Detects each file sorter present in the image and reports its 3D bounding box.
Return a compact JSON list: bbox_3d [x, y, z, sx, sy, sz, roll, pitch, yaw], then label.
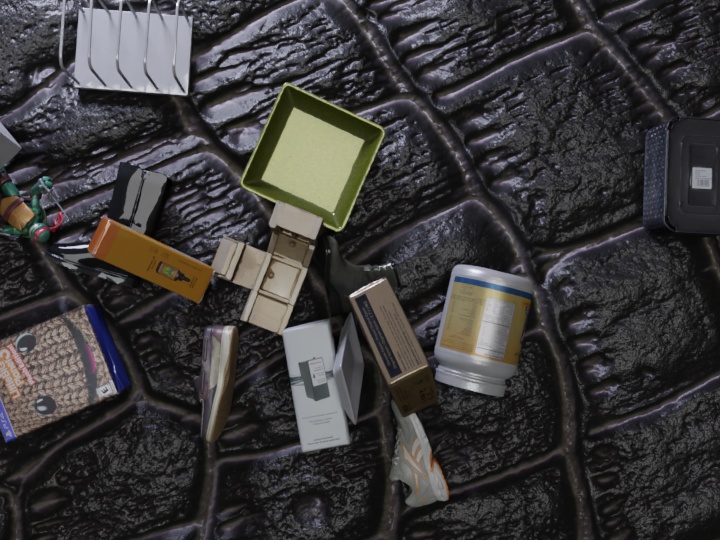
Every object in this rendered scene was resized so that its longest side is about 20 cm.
[{"bbox_3d":[-0.396,-0.386,1.335,0.198,0.125,0.140,4,88,-3],"label":"file sorter"}]

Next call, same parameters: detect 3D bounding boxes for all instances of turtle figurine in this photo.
[{"bbox_3d":[-0.585,-0.102,1.329,0.199,0.101,0.150,37,72,13],"label":"turtle figurine"}]

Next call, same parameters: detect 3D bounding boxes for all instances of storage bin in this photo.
[{"bbox_3d":[0.589,-0.163,1.405,0.134,0.094,0.202,3,87,-4],"label":"storage bin"}]

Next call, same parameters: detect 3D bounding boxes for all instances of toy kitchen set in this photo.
[{"bbox_3d":[-0.171,-0.013,1.310,0.162,0.180,0.202,21,86,-2],"label":"toy kitchen set"}]

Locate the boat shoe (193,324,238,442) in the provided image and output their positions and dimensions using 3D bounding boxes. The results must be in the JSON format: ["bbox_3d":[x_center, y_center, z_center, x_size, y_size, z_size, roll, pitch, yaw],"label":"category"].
[{"bbox_3d":[-0.255,0.192,1.358,0.064,0.072,0.202,9,91,9],"label":"boat shoe"}]

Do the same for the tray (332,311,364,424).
[{"bbox_3d":[-0.020,0.157,1.298,0.022,0.200,0.108,-11,110,8],"label":"tray"}]

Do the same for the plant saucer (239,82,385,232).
[{"bbox_3d":[-0.083,-0.195,1.386,0.198,0.048,0.201,24,87,-2],"label":"plant saucer"}]

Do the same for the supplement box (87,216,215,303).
[{"bbox_3d":[-0.348,-0.017,1.320,0.199,0.069,0.067,28,86,-26],"label":"supplement box"}]

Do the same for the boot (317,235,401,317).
[{"bbox_3d":[0.000,0.000,1.331,0.129,0.201,0.068,-12,53,-2],"label":"boot"}]

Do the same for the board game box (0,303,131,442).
[{"bbox_3d":[-0.515,0.168,1.325,0.198,0.097,0.161,-23,90,-4],"label":"board game box"}]

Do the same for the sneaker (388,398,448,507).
[{"bbox_3d":[0.082,0.320,1.372,0.091,0.076,0.202,-22,89,1],"label":"sneaker"}]

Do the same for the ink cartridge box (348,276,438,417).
[{"bbox_3d":[0.056,0.131,1.288,0.075,0.200,0.166,-26,63,-2],"label":"ink cartridge box"}]

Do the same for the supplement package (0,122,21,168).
[{"bbox_3d":[-0.676,-0.244,1.284,0.120,0.121,0.200,-43,69,-4],"label":"supplement package"}]

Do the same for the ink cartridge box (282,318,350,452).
[{"bbox_3d":[-0.074,0.188,1.328,0.082,0.147,0.202,-9,88,-2],"label":"ink cartridge box"}]

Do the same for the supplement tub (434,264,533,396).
[{"bbox_3d":[0.207,0.102,1.348,0.143,0.145,0.202,13,88,-3],"label":"supplement tub"}]

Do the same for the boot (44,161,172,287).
[{"bbox_3d":[-0.429,-0.091,1.350,0.163,0.066,0.202,18,93,-15],"label":"boot"}]
